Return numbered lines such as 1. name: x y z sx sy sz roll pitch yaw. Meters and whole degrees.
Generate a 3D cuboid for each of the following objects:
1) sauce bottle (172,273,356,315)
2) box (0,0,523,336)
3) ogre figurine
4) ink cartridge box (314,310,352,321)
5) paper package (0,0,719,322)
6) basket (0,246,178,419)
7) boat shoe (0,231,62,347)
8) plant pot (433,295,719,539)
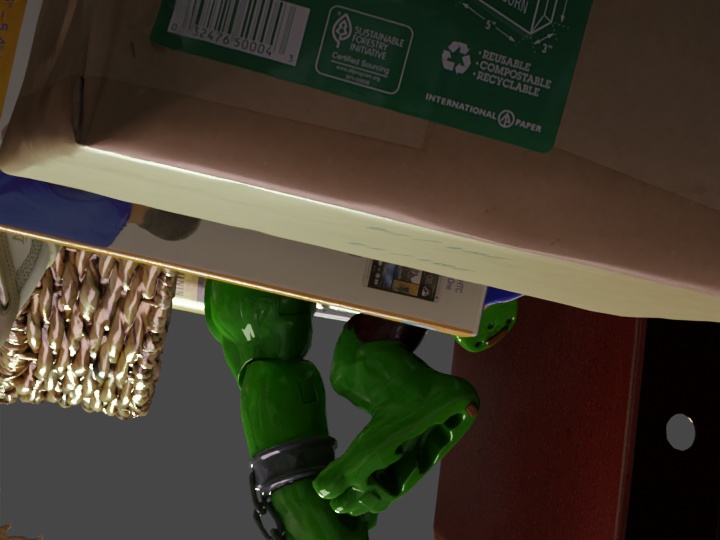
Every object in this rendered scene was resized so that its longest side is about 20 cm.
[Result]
1. sauce bottle: -0.072 -0.013 1.145 0.199 0.065 0.065 9 178 5
2. box: -0.026 -0.054 0.772 0.199 0.120 0.041 12 178 -2
3. ogre figurine: 0.000 0.000 0.886 0.098 0.201 0.120 -18 -130 -27
4. ink cartridge box: -0.018 -0.030 1.283 0.099 0.039 0.200 9 -160 -9
5. paper package: 0.020 -0.055 0.642 0.199 0.104 0.191 14 177 -14
6. basket: -0.140 -0.029 0.999 0.148 0.143 0.200 12 152 -5
7. boat shoe: -0.158 -0.047 0.817 0.072 0.065 0.200 2 145 25
8. plant pot: 0.133 0.044 0.903 0.199 0.201 0.176 13 166 -26
